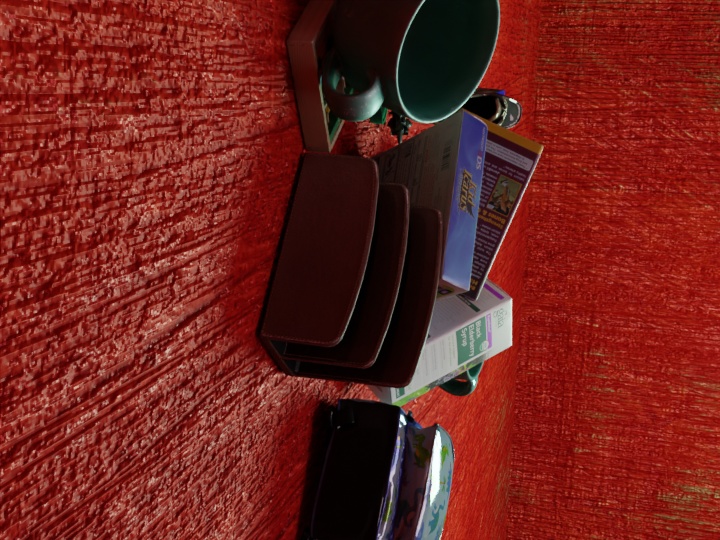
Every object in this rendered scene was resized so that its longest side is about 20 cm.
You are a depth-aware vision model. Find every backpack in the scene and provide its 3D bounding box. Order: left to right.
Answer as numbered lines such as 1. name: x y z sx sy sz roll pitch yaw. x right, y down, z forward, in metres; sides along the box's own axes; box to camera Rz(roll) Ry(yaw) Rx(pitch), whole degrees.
1. backpack: 0.032 0.253 1.189 0.200 0.145 0.185 49 50 -73

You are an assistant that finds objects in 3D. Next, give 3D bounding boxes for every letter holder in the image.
1. letter holder: 0.000 0.000 0.994 0.101 0.140 0.202 66 33 -61

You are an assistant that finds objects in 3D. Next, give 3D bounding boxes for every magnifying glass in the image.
1. magnifying glass: 0.018 -0.207 1.172 0.200 0.022 0.081 -64 162 -78

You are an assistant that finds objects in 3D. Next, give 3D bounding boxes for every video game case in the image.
1. video game case: 0.058 -0.056 1.140 0.045 0.180 0.202 24 64 -32

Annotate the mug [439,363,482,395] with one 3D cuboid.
1. mug: 0.114 0.090 1.464 0.152 0.113 0.188 1 94 -70

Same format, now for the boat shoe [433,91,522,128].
1. boat shoe: 0.198 -0.249 1.622 0.198 0.073 0.076 -8 107 -41

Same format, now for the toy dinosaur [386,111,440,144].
1. toy dinosaur: 0.073 -0.235 1.270 0.199 0.101 0.137 -35 133 -45

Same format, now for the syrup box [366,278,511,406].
1. syrup box: 0.095 0.086 1.289 0.198 0.081 0.079 -24 130 -23

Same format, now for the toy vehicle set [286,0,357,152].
1. toy vehicle set: -0.025 -0.231 1.045 0.201 0.026 0.125 -70 159 -44

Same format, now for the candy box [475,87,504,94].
1. candy box: 0.201 -0.234 1.790 0.200 0.076 0.171 -37 131 -71

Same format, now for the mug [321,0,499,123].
1. mug: 0.035 -0.231 0.976 0.184 0.114 0.154 -14 127 -46

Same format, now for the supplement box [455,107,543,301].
1. supplement box: 0.126 -0.080 1.226 0.086 0.109 0.202 -89 -157 -84
